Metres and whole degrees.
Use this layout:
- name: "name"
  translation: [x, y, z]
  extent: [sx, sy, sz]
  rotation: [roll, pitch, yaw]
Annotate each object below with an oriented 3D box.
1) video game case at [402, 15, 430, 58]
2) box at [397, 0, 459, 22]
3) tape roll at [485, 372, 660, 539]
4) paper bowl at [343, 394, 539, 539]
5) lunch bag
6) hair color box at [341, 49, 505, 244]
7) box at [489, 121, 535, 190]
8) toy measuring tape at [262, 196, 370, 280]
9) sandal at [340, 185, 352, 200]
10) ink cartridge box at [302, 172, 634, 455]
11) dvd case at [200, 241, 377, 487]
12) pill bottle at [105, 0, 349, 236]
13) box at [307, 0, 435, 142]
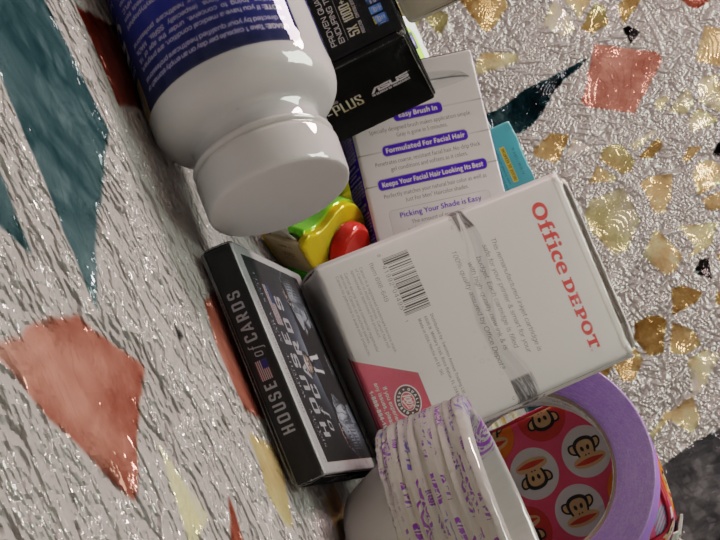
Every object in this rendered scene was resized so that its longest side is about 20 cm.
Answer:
- name: "video game case"
  translation: [0.016, -0.113, 1.476]
  extent: [0.200, 0.045, 0.182]
  rotation: [-23, -90, 56]
- name: "box"
  translation: [0.047, -0.255, 1.194]
  extent: [0.200, 0.077, 0.095]
  rotation: [-94, 158, -71]
- name: "tape roll"
  translation: [0.144, 0.172, 1.319]
  extent: [0.066, 0.199, 0.201]
  rotation: [43, 23, -72]
- name: "paper bowl"
  translation: [0.059, 0.188, 1.011]
  extent: [0.201, 0.104, 0.202]
  rotation: [-23, 90, -82]
- name: "lunch bag"
  translation: [0.168, 0.209, 1.376]
  extent: [0.082, 0.199, 0.177]
  rotation: [46, 23, -67]
- name: "hair color box"
  translation: [0.051, -0.059, 1.241]
  extent: [0.065, 0.108, 0.202]
  rotation: [148, -70, -79]
- name: "box"
  translation: [0.079, -0.076, 1.660]
  extent: [0.049, 0.199, 0.083]
  rotation: [-23, 88, -85]
- name: "toy measuring tape"
  translation: [-0.040, -0.044, 1.181]
  extent: [0.200, 0.073, 0.074]
  rotation: [59, 9, -54]
- name: "sandal"
  translation: [0.000, 0.000, 1.344]
  extent: [0.201, 0.079, 0.087]
  rotation: [-101, 168, -56]
- name: "ink cartridge box"
  translation: [0.075, 0.035, 1.153]
  extent: [0.085, 0.199, 0.147]
  rotation: [138, -70, -75]
- name: "dvd case"
  translation: [-0.040, 0.064, 1.030]
  extent: [0.200, 0.025, 0.151]
  rotation: [33, 34, -79]
- name: "pill bottle"
  translation: [-0.081, -0.130, 0.983]
  extent: [0.120, 0.119, 0.201]
  rotation: [48, 19, -67]
- name: "box"
  translation: [-0.058, -0.189, 1.177]
  extent: [0.086, 0.163, 0.201]
  rotation: [54, 14, -59]
